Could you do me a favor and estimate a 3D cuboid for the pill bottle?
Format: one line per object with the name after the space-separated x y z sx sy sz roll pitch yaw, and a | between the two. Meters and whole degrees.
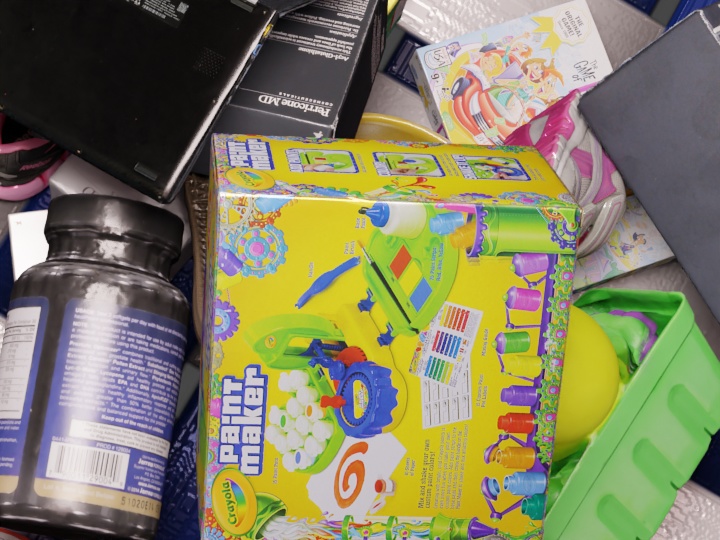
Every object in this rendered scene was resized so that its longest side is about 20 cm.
-0.164 0.060 1.060 0.111 0.112 0.201 10 77 -6 | pill bottle

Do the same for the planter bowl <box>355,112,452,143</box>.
0.000 0.000 1.192 0.200 0.083 0.201 1 78 -7 | planter bowl

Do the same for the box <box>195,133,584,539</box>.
0.008 0.038 0.974 0.192 0.122 0.201 2 110 -8 | box

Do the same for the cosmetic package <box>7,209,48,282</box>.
-0.196 0.066 1.153 0.050 0.083 0.201 -7 80 -9 | cosmetic package

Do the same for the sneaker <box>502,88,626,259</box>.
0.132 -0.045 1.147 0.088 0.081 0.200 50 34 -10 | sneaker

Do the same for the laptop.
-0.123 -0.155 1.065 0.187 0.116 0.200 29 87 19 | laptop

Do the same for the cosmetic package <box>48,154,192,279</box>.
-0.111 -0.094 1.202 0.101 0.071 0.200 40 77 1 | cosmetic package

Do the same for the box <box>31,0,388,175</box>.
-0.095 -0.137 1.103 0.199 0.079 0.141 13 52 8 | box

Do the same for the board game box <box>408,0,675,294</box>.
0.132 -0.082 1.252 0.134 0.034 0.201 -19 82 -12 | board game box

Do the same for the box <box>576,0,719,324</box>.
0.285 -0.084 1.185 0.196 0.124 0.200 -28 83 -46 | box

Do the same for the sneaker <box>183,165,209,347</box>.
-0.080 -0.019 1.114 0.070 0.076 0.200 4 56 -1 | sneaker

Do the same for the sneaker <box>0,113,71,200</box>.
-0.195 -0.140 1.189 0.079 0.095 0.200 32 75 1 | sneaker

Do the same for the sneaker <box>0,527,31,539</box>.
-0.207 0.230 1.098 0.201 0.108 0.067 34 97 -1 | sneaker

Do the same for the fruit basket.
0.127 0.086 1.147 0.215 0.155 0.216 0 91 -24 | fruit basket

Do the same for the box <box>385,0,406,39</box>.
-0.058 -0.232 1.213 0.200 0.117 0.048 34 82 0 | box
